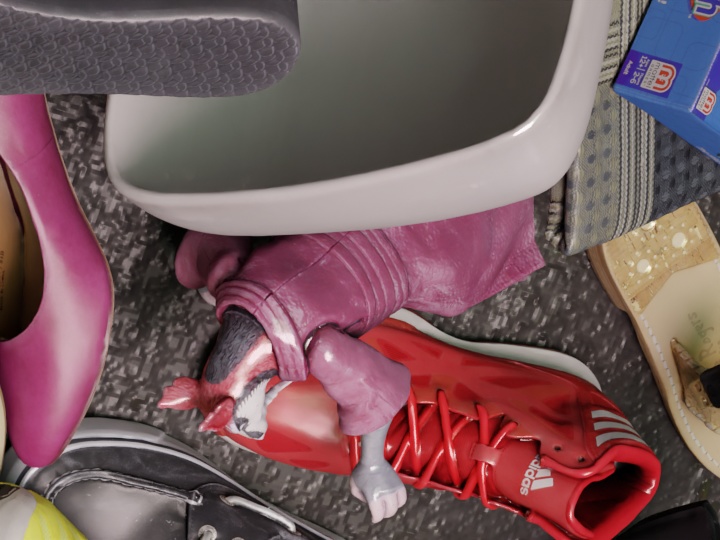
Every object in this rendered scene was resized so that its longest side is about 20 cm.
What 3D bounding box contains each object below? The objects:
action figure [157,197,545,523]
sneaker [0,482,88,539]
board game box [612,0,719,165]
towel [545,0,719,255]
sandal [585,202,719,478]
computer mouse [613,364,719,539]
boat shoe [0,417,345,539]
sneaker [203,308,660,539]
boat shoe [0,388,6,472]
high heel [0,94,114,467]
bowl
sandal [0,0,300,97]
[{"bbox_3d":[0.000,0.000,1.083,0.200,0.134,0.149,-44,165,-36],"label":"action figure"},{"bbox_3d":[-0.106,0.150,1.102,0.200,0.076,0.075,70,29,-52],"label":"sneaker"},{"bbox_3d":[0.203,-0.105,1.166,0.200,0.045,0.152,27,85,-50],"label":"board game box"},{"bbox_3d":[0.139,-0.123,1.150,0.192,0.035,0.200,-23,122,-41],"label":"towel"},{"bbox_3d":[0.176,0.044,1.238,0.078,0.070,0.212,-42,120,-7],"label":"sandal"},{"bbox_3d":[0.133,0.115,1.208,0.046,0.200,0.141,12,67,-15],"label":"computer mouse"},{"bbox_3d":[-0.062,0.125,1.153,0.200,0.068,0.072,31,93,-29],"label":"boat shoe"},{"bbox_3d":[0.041,0.067,1.155,0.200,0.116,0.078,2,106,-26],"label":"sneaker"},{"bbox_3d":[-0.183,0.032,1.038,0.065,0.072,0.200,-36,143,-37],"label":"boat shoe"},{"bbox_3d":[-0.149,-0.023,1.056,0.096,0.067,0.200,3,87,-35],"label":"high heel"},{"bbox_3d":[0.010,-0.098,1.025,0.075,0.200,0.200,47,45,-49],"label":"bowl"},{"bbox_3d":[-0.121,-0.094,0.952,0.200,0.076,0.043,4,62,-21],"label":"sandal"}]
